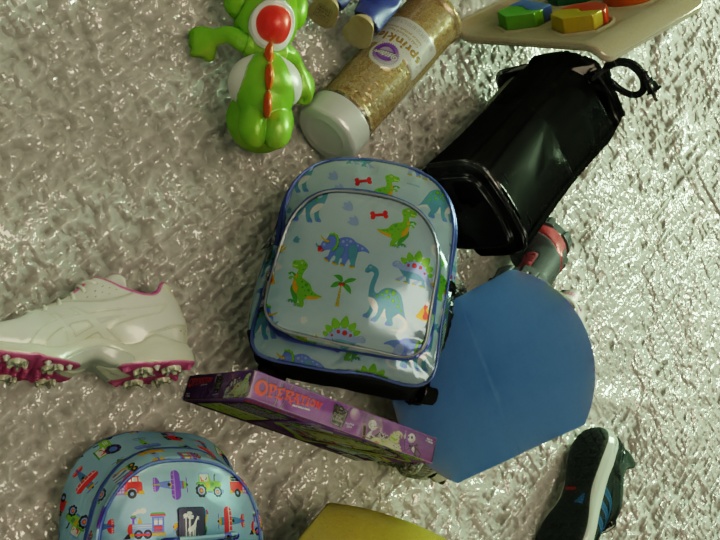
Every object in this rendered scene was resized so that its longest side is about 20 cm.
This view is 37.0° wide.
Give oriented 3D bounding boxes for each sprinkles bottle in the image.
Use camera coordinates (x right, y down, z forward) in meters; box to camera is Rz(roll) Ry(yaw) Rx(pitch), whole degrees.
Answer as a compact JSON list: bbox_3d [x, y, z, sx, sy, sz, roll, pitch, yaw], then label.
[{"bbox_3d":[0.022,-0.196,1.067,0.068,0.068,0.200,50,61,-21],"label":"sprinkles bottle"}]

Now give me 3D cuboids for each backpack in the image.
[{"bbox_3d":[0.000,0.000,0.963,0.182,0.147,0.201,11,72,-1],"label":"backpack"},{"bbox_3d":[-0.153,0.233,0.870,0.182,0.134,0.201,9,80,-34],"label":"backpack"}]

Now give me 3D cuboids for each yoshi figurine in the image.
[{"bbox_3d":[-0.092,-0.192,0.984,0.112,0.112,0.201,38,48,-58],"label":"yoshi figurine"}]

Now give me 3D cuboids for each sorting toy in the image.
[{"bbox_3d":[0.231,-0.278,1.147,0.185,0.200,0.037,-31,126,-32],"label":"sorting toy"}]

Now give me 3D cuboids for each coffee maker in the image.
[{"bbox_3d":[0.165,-0.125,1.085,0.135,0.192,0.200,43,60,-3],"label":"coffee maker"}]

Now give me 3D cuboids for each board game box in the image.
[{"bbox_3d":[0.124,0.098,0.997,0.039,0.199,0.159,23,42,-59],"label":"board game box"},{"bbox_3d":[-0.044,0.133,0.961,0.199,0.120,0.032,25,74,-31],"label":"board game box"}]

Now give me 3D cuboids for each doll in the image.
[{"bbox_3d":[0.019,-0.316,1.077,0.136,0.049,0.200,30,60,0],"label":"doll"}]

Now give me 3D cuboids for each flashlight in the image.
[{"bbox_3d":[0.168,-0.001,1.099,0.068,0.068,0.200,47,28,2],"label":"flashlight"}]

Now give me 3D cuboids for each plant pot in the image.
[{"bbox_3d":[-0.007,0.289,0.950,0.142,0.200,0.200,40,61,6],"label":"plant pot"}]

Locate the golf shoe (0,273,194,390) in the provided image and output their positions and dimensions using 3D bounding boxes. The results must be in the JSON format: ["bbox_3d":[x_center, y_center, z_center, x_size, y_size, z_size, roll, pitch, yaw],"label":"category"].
[{"bbox_3d":[-0.233,0.047,0.876,0.199,0.075,0.092,6,67,-37],"label":"golf shoe"}]

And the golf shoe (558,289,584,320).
[{"bbox_3d":[0.187,0.055,1.095,0.072,0.200,0.092,31,96,9],"label":"golf shoe"}]

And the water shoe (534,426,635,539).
[{"bbox_3d":[0.255,0.274,1.188,0.079,0.071,0.201,38,67,-29],"label":"water shoe"}]

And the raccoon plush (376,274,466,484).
[{"bbox_3d":[0.061,0.111,1.072,0.133,0.097,0.201,-20,81,-25],"label":"raccoon plush"}]
